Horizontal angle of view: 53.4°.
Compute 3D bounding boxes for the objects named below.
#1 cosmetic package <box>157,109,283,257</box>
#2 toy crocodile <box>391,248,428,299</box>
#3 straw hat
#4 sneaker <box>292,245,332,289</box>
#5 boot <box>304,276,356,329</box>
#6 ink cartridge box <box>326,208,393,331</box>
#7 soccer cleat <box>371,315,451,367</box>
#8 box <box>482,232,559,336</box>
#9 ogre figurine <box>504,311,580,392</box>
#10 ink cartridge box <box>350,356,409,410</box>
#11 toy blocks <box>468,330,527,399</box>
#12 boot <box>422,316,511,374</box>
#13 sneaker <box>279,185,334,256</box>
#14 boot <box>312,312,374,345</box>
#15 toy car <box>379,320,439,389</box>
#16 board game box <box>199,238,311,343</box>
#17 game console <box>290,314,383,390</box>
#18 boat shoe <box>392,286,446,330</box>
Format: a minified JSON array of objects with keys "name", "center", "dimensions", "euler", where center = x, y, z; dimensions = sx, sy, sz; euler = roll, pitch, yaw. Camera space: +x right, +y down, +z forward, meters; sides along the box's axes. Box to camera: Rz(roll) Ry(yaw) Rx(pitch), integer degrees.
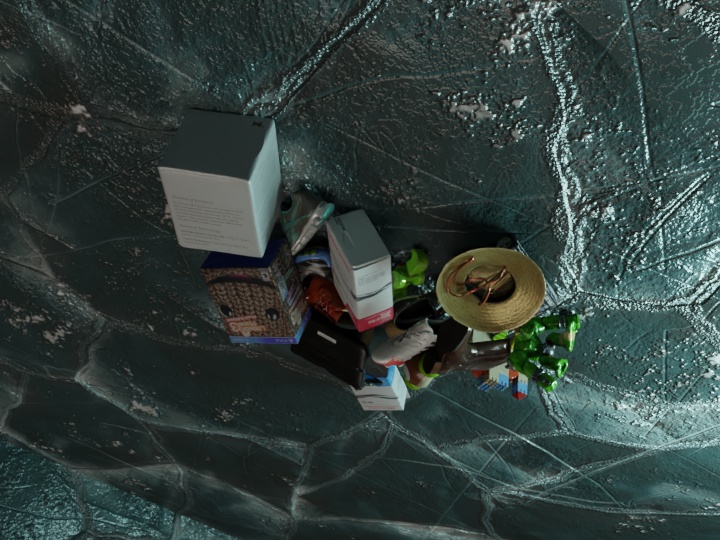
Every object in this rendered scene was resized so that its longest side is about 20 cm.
[{"name":"cosmetic package","center":[-0.245,-0.158,1.307],"dimensions":[0.165,0.168,0.201],"euler":[8,140,7]},{"name":"toy crocodile","center":[0.077,0.021,1.519],"dimensions":[0.067,0.062,0.200],"euler":[-9,159,-32]},{"name":"straw hat","center":[0.241,0.014,1.344],"dimensions":[0.200,0.085,0.202],"euler":[2,122,3]},{"name":"sneaker","center":[-0.145,0.007,1.520],"dimensions":[0.199,0.071,0.083],"euler":[-13,103,32]},{"name":"boot","center":[-0.072,0.067,1.567],"dimensions":[0.199,0.107,0.075],"euler":[18,117,-8]},{"name":"ink cartridge box","center":[0.000,0.000,1.432],"dimensions":[0.084,0.145,0.201],"euler":[-20,142,-12]},{"name":"soccer cleat","center":[0.116,0.141,1.489],"dimensions":[0.199,0.069,0.085],"euler":[-14,135,-9]},{"name":"box","center":[0.286,0.034,1.450],"dimensions":[0.161,0.049,0.200],"euler":[-31,127,19]},{"name":"ogre figurine","center":[0.379,0.162,1.503],"dimensions":[0.119,0.201,0.098],"euler":[7,156,32]},{"name":"ink cartridge box","center":[0.049,0.306,1.864],"dimensions":[0.115,0.068,0.200],"euler":[-4,139,21]},{"name":"toy blocks","center":[0.303,0.215,1.625],"dimensions":[0.199,0.137,0.100],"euler":[24,140,-13]},{"name":"boot","center":[0.247,0.151,1.474],"dimensions":[0.199,0.064,0.187],"euler":[2,143,-27]},{"name":"sneaker","center":[-0.128,-0.100,1.435],"dimensions":[0.091,0.078,0.200],"euler":[42,138,-2]},{"name":"boot","center":[-0.056,0.142,1.641],"dimensions":[0.165,0.073,0.200],"euler":[16,174,2]},{"name":"toy car","center":[0.099,0.153,1.614],"dimensions":[0.199,0.158,0.164],"euler":[33,157,1]},{"name":"board game box","center":[-0.211,0.045,1.471],"dimensions":[0.159,0.097,0.201],"euler":[-2,127,20]},{"name":"game console","center":[-0.046,0.173,1.602],"dimensions":[0.199,0.116,0.177],"euler":[25,127,26]},{"name":"boat shoe","center":[0.160,0.072,1.514],"dimensions":[0.200,0.063,0.074],"euler":[-20,117,6]}]
